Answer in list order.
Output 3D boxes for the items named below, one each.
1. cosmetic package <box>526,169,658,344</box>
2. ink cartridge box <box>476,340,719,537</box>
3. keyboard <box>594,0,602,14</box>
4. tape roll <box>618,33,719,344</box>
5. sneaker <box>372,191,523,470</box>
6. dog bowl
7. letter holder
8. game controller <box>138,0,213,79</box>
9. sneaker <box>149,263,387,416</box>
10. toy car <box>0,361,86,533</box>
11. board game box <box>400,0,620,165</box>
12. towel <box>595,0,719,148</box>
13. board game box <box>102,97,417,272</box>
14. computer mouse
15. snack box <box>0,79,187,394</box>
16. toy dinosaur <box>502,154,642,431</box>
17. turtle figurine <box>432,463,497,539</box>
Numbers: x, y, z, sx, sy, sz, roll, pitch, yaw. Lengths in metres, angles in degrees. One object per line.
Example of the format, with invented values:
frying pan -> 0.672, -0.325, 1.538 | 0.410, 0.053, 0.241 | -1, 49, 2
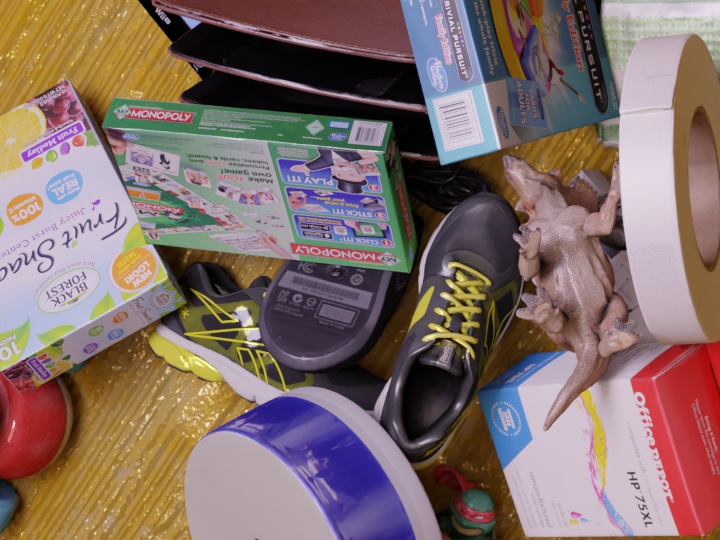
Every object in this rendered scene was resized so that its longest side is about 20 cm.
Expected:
cosmetic package -> 0.196, 0.030, 1.580 | 0.083, 0.051, 0.200 | -45, 78, 18
ink cartridge box -> 0.186, 0.114, 1.527 | 0.199, 0.067, 0.117 | -8, 106, 46
keyboard -> 0.104, -0.187, 1.606 | 0.200, 0.040, 0.104 | -43, 91, 6
tape roll -> 0.208, -0.052, 1.466 | 0.037, 0.203, 0.204 | -4, 92, 21
sneaker -> 0.067, 0.043, 1.541 | 0.074, 0.085, 0.201 | 18, 86, -3
dog bowl -> -0.033, 0.186, 1.554 | 0.200, 0.079, 0.201 | 31, 132, 41
letter holder -> -0.031, -0.139, 1.531 | 0.199, 0.142, 0.101 | 14, 117, 16
game controller -> -0.090, -0.184, 1.681 | 0.104, 0.042, 0.200 | -43, 78, 17
sneaker -> -0.063, 0.053, 1.658 | 0.199, 0.074, 0.085 | 19, 99, 19
toy car -> -0.328, 0.096, 1.703 | 0.176, 0.200, 0.185 | 32, 103, 16
board game box -> 0.098, -0.160, 1.489 | 0.047, 0.200, 0.152 | -12, 94, 31
towel -> 0.237, -0.182, 1.555 | 0.148, 0.031, 0.201 | 3, 100, 18
board game box -> -0.067, -0.058, 1.558 | 0.199, 0.135, 0.029 | 6, 56, 14
computer mouse -> 0.000, 0.000, 1.621 | 0.138, 0.053, 0.200 | 20, 62, 21
snack box -> -0.234, -0.027, 1.683 | 0.142, 0.053, 0.200 | -29, 61, 1
toy dinosaur -> 0.144, 0.009, 1.496 | 0.085, 0.136, 0.201 | -5, 78, 3
turtle figurine -> 0.053, 0.222, 1.618 | 0.150, 0.100, 0.201 | 40, 124, 35
